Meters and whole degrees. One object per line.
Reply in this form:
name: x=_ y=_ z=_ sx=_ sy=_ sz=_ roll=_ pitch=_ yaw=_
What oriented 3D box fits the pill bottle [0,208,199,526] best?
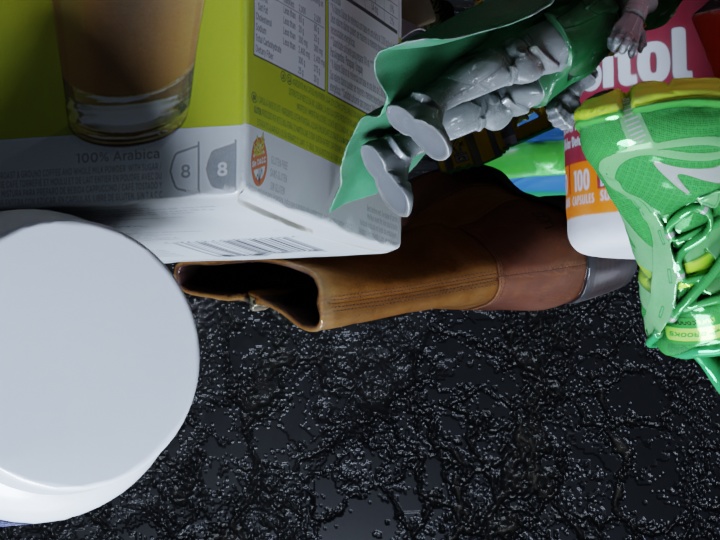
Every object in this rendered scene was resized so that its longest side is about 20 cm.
pill bottle: x=-0.131 y=0.038 z=1.013 sx=0.115 sy=0.116 sz=0.200 roll=0 pitch=175 yaw=-19

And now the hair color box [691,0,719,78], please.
hair color box: x=0.229 y=-0.127 z=1.139 sx=0.101 sy=0.061 sz=0.200 roll=-14 pitch=-164 yaw=36

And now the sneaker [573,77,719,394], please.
sneaker: x=0.142 y=-0.011 z=1.083 sx=0.074 sy=0.084 sz=0.200 roll=-13 pitch=147 yaw=20

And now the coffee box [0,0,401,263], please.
coffee box: x=-0.104 y=-0.110 z=1.105 sx=0.199 sy=0.198 sz=0.200 roll=-2 pitch=174 yaw=18

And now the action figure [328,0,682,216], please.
action figure: x=0.081 y=-0.091 z=1.062 sx=0.200 sy=0.055 sz=0.118 roll=-34 pitch=170 yaw=-33

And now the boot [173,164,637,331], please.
boot: x=0.000 y=0.000 z=1.283 sx=0.200 sy=0.069 sz=0.188 roll=-10 pitch=-162 yaw=-35

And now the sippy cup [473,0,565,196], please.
sippy cup: x=0.119 y=-0.114 z=1.597 sx=0.177 sy=0.131 sz=0.140 roll=-2 pitch=176 yaw=8

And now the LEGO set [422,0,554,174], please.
LEGO set: x=0.055 y=-0.131 z=1.392 sx=0.153 sy=0.116 sz=0.200 roll=-22 pitch=-168 yaw=-7

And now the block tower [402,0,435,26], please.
block tower: x=-0.062 y=-0.098 z=1.329 sx=0.200 sy=0.054 sz=0.058 roll=-17 pitch=-176 yaw=29

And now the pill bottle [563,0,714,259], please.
pill bottle: x=0.146 y=-0.108 z=1.218 sx=0.113 sy=0.201 sz=0.113 roll=-2 pitch=175 yaw=0

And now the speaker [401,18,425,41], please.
speaker: x=-0.068 y=-0.116 z=1.252 sx=0.200 sy=0.081 sz=0.081 roll=28 pitch=-175 yaw=18
